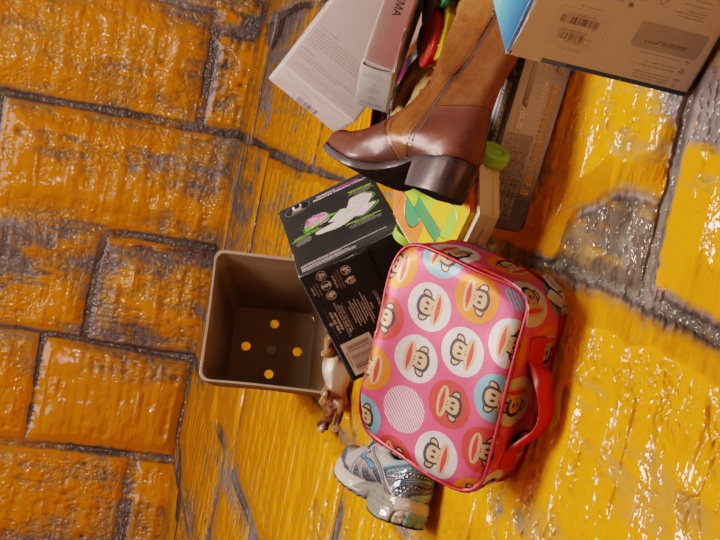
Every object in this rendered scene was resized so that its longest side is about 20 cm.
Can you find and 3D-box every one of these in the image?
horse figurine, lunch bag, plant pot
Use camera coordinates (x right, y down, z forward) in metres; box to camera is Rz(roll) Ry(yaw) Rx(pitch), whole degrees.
[{"bbox_3d":[-0.036,0.136,1.547,0.133,0.050,0.200,-47,-40,-85],"label":"horse figurine"},{"bbox_3d":[0.094,0.084,0.967,0.176,0.082,0.200,27,110,37],"label":"lunch bag"},{"bbox_3d":[-0.135,0.099,1.722,0.177,0.199,0.200,110,166,-72],"label":"plant pot"}]

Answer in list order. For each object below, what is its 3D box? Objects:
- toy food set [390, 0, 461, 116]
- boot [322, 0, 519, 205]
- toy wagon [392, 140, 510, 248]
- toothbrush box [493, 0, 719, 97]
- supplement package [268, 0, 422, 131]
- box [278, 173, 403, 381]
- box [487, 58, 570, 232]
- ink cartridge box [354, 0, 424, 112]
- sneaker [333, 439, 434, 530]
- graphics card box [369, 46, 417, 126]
[{"bbox_3d":[0.085,-0.236,1.183,0.200,0.049,0.198,-167,89,-80],"label":"toy food set"},{"bbox_3d":[0.062,-0.173,1.028,0.188,0.068,0.200,19,87,54],"label":"boot"},{"bbox_3d":[0.073,-0.084,1.085,0.155,0.040,0.200,-67,33,31],"label":"toy wagon"},{"bbox_3d":[0.174,-0.235,0.832,0.085,0.146,0.200,115,159,-43],"label":"toothbrush box"},{"bbox_3d":[-0.008,-0.300,1.468,0.200,0.121,0.120,-53,10,-8],"label":"supplement package"},{"bbox_3d":[0.000,0.000,1.266,0.200,0.124,0.149,-112,-3,-64],"label":"box"},{"bbox_3d":[0.141,-0.158,1.098,0.158,0.048,0.200,-119,41,-66],"label":"box"},{"bbox_3d":[0.048,-0.297,1.205,0.174,0.044,0.200,102,-173,-69],"label":"ink cartridge box"},{"bbox_3d":[0.036,0.217,1.232,0.086,0.078,0.200,-68,22,-1],"label":"sneaker"},{"bbox_3d":[0.059,-0.197,1.436,0.200,0.051,0.126,156,123,-72],"label":"graphics card box"}]
